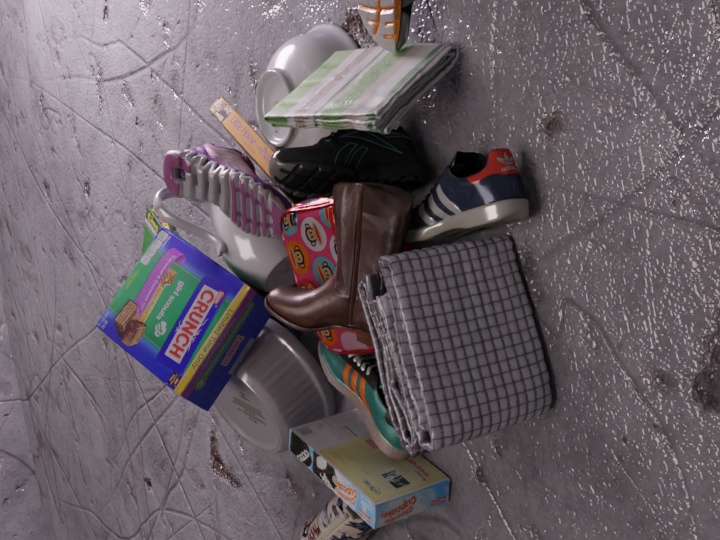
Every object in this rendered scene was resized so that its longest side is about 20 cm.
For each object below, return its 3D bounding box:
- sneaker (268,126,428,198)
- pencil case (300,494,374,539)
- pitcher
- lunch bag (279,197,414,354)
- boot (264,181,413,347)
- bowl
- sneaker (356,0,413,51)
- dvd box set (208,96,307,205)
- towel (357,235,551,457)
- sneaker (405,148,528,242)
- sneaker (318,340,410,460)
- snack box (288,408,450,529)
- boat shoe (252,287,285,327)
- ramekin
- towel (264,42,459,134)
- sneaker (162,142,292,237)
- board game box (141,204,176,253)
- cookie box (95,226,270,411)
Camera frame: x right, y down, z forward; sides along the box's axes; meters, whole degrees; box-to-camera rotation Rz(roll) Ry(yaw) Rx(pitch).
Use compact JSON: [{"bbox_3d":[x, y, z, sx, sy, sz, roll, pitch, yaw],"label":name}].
[{"bbox_3d":[-0.018,-0.127,1.152,0.075,0.198,0.080,-31,65,51],"label":"sneaker"},{"bbox_3d":[-0.019,0.339,1.392,0.078,0.089,0.200,63,145,22],"label":"pencil case"},{"bbox_3d":[-0.173,-0.059,1.404,0.200,0.170,0.122,49,141,24],"label":"pitcher"},{"bbox_3d":[0.000,0.000,1.242,0.175,0.082,0.202,-7,107,47],"label":"lunch bag"},{"bbox_3d":[-0.028,-0.023,1.147,0.184,0.064,0.202,12,125,20],"label":"boot"},{"bbox_3d":[-0.074,-0.211,1.310,0.200,0.090,0.204,22,117,53],"label":"bowl"},{"bbox_3d":[0.042,-0.339,1.108,0.078,0.077,0.202,28,125,50],"label":"sneaker"},{"bbox_3d":[-0.115,-0.136,1.369,0.200,0.029,0.146,48,179,38],"label":"dvd box set"},{"bbox_3d":[0.095,0.075,1.068,0.085,0.164,0.202,-30,74,62],"label":"towel"},{"bbox_3d":[0.101,-0.081,1.103,0.199,0.074,0.086,-14,84,51],"label":"sneaker"},{"bbox_3d":[0.020,0.137,1.296,0.200,0.071,0.080,51,134,28],"label":"sneaker"},{"bbox_3d":[0.008,0.245,1.296,0.199,0.115,0.038,32,125,49],"label":"snack box"},{"bbox_3d":[-0.152,0.040,1.527,0.065,0.072,0.202,24,124,50],"label":"boat shoe"},{"bbox_3d":[-0.137,0.167,1.452,0.201,0.094,0.204,32,144,27],"label":"ramekin"},{"bbox_3d":[0.000,-0.202,1.143,0.199,0.149,0.031,10,137,49],"label":"towel"},{"bbox_3d":[-0.160,-0.115,1.341,0.199,0.088,0.081,27,128,22],"label":"sneaker"},{"bbox_3d":[-0.342,-0.019,1.843,0.200,0.023,0.106,50,140,37],"label":"board game box"},{"bbox_3d":[-0.239,0.063,1.397,0.199,0.075,0.172,31,85,34],"label":"cookie box"}]
